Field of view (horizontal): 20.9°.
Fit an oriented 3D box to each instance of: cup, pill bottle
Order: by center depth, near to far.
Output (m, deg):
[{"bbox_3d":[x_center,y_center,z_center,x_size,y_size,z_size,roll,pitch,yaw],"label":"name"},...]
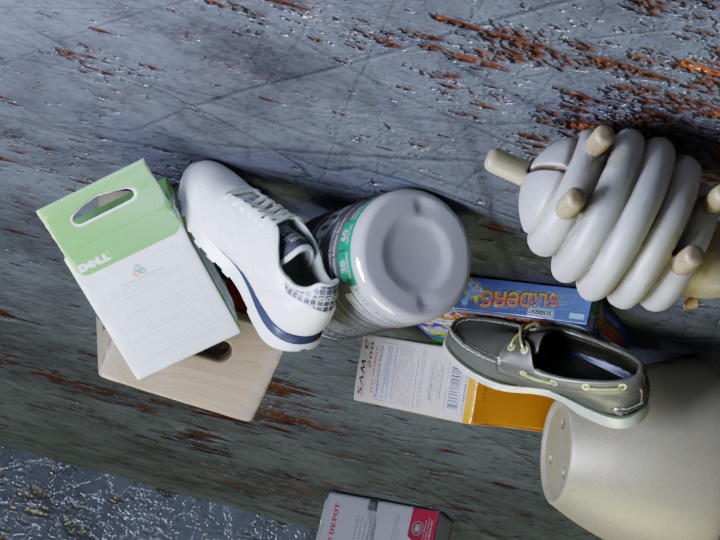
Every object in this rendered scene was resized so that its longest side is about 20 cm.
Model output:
[{"bbox_3d":[0.000,0.000,1.680,0.113,0.114,0.200,21,163,-24],"label":"pill bottle"},{"bbox_3d":[0.254,0.178,1.866,0.143,0.201,0.200,6,167,-12],"label":"cup"}]

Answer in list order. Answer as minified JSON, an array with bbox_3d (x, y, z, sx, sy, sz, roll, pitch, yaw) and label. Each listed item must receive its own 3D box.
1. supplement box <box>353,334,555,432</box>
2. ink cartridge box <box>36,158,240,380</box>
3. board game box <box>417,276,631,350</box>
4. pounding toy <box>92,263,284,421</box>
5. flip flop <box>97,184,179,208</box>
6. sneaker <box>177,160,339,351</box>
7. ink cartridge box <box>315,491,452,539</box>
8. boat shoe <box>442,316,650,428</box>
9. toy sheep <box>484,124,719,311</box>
[{"bbox_3d":[0.102,0.114,1.972,0.126,0.074,0.200,9,179,-34],"label":"supplement box"},{"bbox_3d":[-0.191,-0.011,1.683,0.103,0.059,0.200,-24,125,3],"label":"ink cartridge box"},{"bbox_3d":[0.144,0.045,1.855,0.199,0.035,0.135,6,163,26],"label":"board game box"},{"bbox_3d":[-0.172,0.027,1.844,0.199,0.143,0.184,19,-158,-17],"label":"pounding toy"},{"bbox_3d":[-0.164,-0.044,1.776,0.199,0.058,0.081,5,160,36],"label":"flip flop"},{"bbox_3d":[-0.081,-0.029,1.630,0.076,0.200,0.081,-19,149,-36],"label":"sneaker"},{"bbox_3d":[0.034,0.455,3.194,0.199,0.146,0.083,8,166,22],"label":"ink cartridge box"},{"bbox_3d":[0.167,0.078,1.763,0.201,0.072,0.060,20,138,22],"label":"boat shoe"},{"bbox_3d":[0.180,-0.039,1.360,0.199,0.138,0.138,30,164,0],"label":"toy sheep"}]
